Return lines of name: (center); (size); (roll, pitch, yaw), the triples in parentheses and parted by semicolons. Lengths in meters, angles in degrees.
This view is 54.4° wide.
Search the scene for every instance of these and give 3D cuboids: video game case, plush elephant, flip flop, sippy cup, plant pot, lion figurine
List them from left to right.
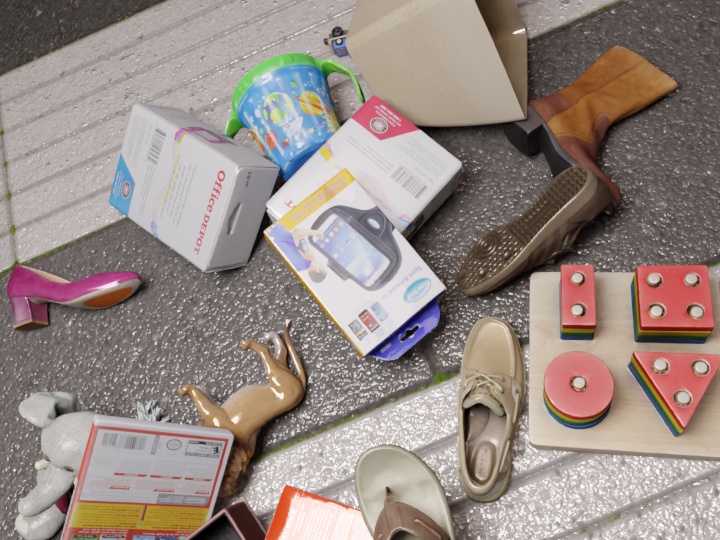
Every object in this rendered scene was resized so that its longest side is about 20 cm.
plush elephant: (-0.301, 0.217, 0.762); (0.164, 0.155, 0.201); (20, 71, 22)
video game case: (-0.221, 0.250, 0.708); (0.017, 0.142, 0.201); (22, 96, 60)
lion figurine: (-0.123, 0.154, 0.797); (0.200, 0.073, 0.123); (-39, 80, -13)
sippy cup: (-0.085, -0.193, 0.932); (0.178, 0.139, 0.131); (-44, 66, 39)
flip flop: (0.045, 0.245, 0.603); (0.081, 0.058, 0.201); (-16, 61, 5)
plant pot: (0.094, -0.299, 0.887); (0.176, 0.200, 0.200); (-13, 46, 26)

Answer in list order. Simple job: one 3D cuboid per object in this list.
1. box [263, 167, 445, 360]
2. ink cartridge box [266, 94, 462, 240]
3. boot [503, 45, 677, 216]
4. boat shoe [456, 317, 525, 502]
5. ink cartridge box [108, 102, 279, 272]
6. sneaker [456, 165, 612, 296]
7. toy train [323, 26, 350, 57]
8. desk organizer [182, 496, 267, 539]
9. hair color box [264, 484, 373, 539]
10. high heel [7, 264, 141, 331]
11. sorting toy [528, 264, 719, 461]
box: (0.000, 0.000, 0.776); (0.119, 0.041, 0.200); (-39, 81, -9)
ink cartridge box: (0.005, -0.091, 0.861); (0.148, 0.086, 0.200); (42, 80, 11)
boot: (0.310, -0.176, 0.870); (0.199, 0.069, 0.188); (-32, 53, -11)
boat shoe: (0.136, 0.138, 0.743); (0.072, 0.065, 0.201); (4, 66, 16)
ink cartridge box: (-0.218, -0.109, 0.909); (0.200, 0.085, 0.145); (33, 112, 26)
sneaker: (0.202, -0.028, 0.802); (0.200, 0.075, 0.071); (-42, 35, 22)
toy train: (0.044, -0.346, 1.024); (0.199, 0.034, 0.046); (-9, 75, 9)
desk organizer: (-0.094, 0.326, 0.672); (0.072, 0.077, 0.200); (-36, 78, -5)
hair color box: (0.018, 0.276, 0.685); (0.199, 0.102, 0.062); (12, 67, 20)
high heel: (-0.384, 0.010, 0.937); (0.199, 0.067, 0.096); (-20, 71, 19)
sorting toy: (0.278, 0.085, 0.731); (0.199, 0.070, 0.200); (0, 65, 14)
